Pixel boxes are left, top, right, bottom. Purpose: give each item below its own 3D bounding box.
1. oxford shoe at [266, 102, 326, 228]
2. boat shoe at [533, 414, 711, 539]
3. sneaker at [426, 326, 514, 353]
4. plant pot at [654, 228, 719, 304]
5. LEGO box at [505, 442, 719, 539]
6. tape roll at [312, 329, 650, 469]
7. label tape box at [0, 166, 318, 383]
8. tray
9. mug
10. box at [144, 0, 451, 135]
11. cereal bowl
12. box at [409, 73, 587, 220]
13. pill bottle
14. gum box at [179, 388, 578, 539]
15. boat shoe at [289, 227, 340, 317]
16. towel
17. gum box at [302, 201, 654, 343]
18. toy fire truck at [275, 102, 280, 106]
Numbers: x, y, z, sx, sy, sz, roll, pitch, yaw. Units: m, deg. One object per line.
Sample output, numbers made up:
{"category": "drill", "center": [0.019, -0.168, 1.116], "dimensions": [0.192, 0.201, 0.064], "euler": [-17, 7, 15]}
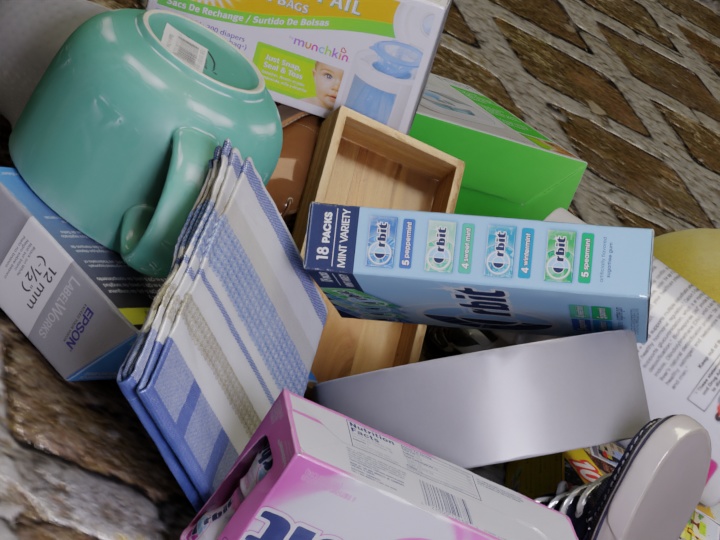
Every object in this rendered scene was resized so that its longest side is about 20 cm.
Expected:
{"category": "oxford shoe", "center": [-0.075, -0.048, 1.512], "dimensions": [0.071, 0.071, 0.200], "euler": [36, 53, 22]}
{"category": "boat shoe", "center": [0.131, 0.147, 1.305], "dimensions": [0.075, 0.201, 0.093], "euler": [-16, 45, -42]}
{"category": "sneaker", "center": [0.115, 0.061, 1.647], "dimensions": [0.115, 0.076, 0.200], "euler": [41, 5, -8]}
{"category": "plant pot", "center": [0.250, 0.089, 1.626], "dimensions": [0.200, 0.200, 0.142], "euler": [31, 25, -7]}
{"category": "LEGO box", "center": [0.175, 0.170, 1.481], "dimensions": [0.149, 0.077, 0.200], "euler": [31, 19, -7]}
{"category": "tape roll", "center": [0.073, 0.084, 1.353], "dimensions": [0.200, 0.200, 0.066], "euler": [-3, 81, -59]}
{"category": "label tape box", "center": [-0.139, 0.022, 1.362], "dimensions": [0.200, 0.066, 0.143], "euler": [46, 23, 26]}
{"category": "tray", "center": [0.000, 0.000, 1.487], "dimensions": [0.098, 0.037, 0.201], "euler": [23, 62, -17]}
{"category": "mug", "center": [-0.114, -0.080, 1.370], "dimensions": [0.185, 0.115, 0.152], "euler": [46, 23, 29]}
{"category": "box", "center": [-0.042, -0.185, 1.553], "dimensions": [0.199, 0.113, 0.101], "euler": [18, 31, 1]}
{"category": "cereal bowl", "center": [-0.181, -0.115, 1.536], "dimensions": [0.199, 0.084, 0.200], "euler": [20, -12, 5]}
{"category": "box", "center": [0.038, -0.093, 1.722], "dimensions": [0.200, 0.097, 0.176], "euler": [14, 17, -36]}
{"category": "pill bottle", "center": [0.185, 0.054, 1.483], "dimensions": [0.200, 0.114, 0.113], "euler": [37, 20, 11]}
{"category": "gum box", "center": [0.009, 0.155, 1.197], "dimensions": [0.200, 0.114, 0.066], "euler": [26, 21, -21]}
{"category": "boat shoe", "center": [-0.058, -0.016, 1.575], "dimensions": [0.074, 0.067, 0.200], "euler": [-15, 48, -15]}
{"category": "towel", "center": [-0.074, 0.042, 1.262], "dimensions": [0.147, 0.024, 0.200], "euler": [62, 31, -36]}
{"category": "gum box", "center": [0.077, 0.003, 1.356], "dimensions": [0.199, 0.045, 0.170], "euler": [4, -10, 8]}
{"category": "toy fire truck", "center": [-0.136, -0.142, 1.668], "dimensions": [0.141, 0.049, 0.200], "euler": [29, -13, -38]}
